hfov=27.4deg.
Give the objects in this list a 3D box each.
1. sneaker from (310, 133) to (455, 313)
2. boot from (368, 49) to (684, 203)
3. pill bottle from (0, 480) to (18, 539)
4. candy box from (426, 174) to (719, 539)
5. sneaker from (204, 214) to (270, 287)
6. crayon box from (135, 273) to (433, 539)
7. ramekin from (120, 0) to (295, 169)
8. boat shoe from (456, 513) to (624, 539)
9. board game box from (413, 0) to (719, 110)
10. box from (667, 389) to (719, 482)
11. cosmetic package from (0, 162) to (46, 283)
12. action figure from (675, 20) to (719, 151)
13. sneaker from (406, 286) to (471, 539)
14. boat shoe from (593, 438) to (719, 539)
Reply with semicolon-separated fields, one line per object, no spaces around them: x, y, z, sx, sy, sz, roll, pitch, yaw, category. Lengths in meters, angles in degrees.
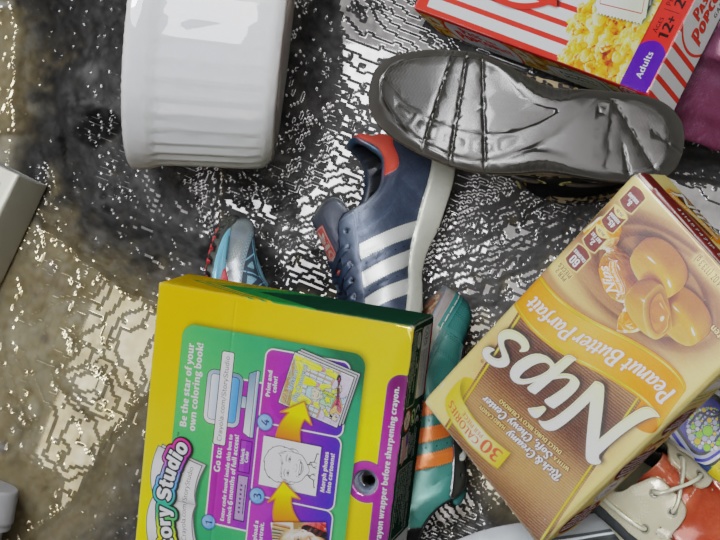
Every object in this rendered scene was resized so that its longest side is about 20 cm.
0.000;0.000;1.003;0.084;0.075;0.202;18;71;-14;sneaker
0.106;-0.090;0.975;0.197;0.151;0.074;8;88;4;boot
-0.297;0.241;1.009;0.111;0.112;0.203;12;87;6;pill bottle
0.146;0.054;0.890;0.200;0.055;0.116;-49;68;22;candy box
-0.057;0.059;1.027;0.094;0.079;0.203;-9;94;-4;sneaker
-0.052;0.116;0.948;0.170;0.058;0.203;9;99;16;crayon box
-0.095;-0.162;0.979;0.096;0.200;0.203;7;87;-1;ramekin
0.126;0.203;0.972;0.197;0.069;0.057;-14;48;4;boat shoe
0.152;-0.206;0.987;0.199;0.046;0.153;26;89;36;board game box
0.284;0.141;0.985;0.199;0.070;0.065;38;92;6;box
-0.317;0.005;1.045;0.103;0.073;0.202;27;89;6;cosmetic package
0.295;-0.105;1.005;0.198;0.134;0.150;29;46;-6;action figure
0.043;0.115;1.015;0.079;0.071;0.202;23;86;-10;sneaker
0.183;0.136;0.943;0.199;0.063;0.071;34;59;30;boat shoe
